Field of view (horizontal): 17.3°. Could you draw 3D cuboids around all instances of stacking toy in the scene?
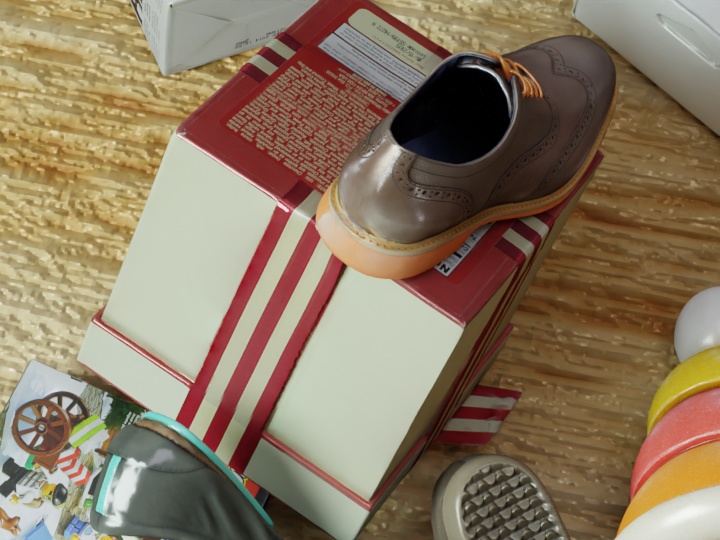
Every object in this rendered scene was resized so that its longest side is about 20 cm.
[{"bbox_3d":[0.189,0.086,1.161,0.146,0.146,0.200,6,47,-3],"label":"stacking toy"}]

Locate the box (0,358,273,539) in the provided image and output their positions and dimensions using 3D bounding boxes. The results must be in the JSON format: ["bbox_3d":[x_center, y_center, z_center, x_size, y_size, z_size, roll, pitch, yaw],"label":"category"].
[{"bbox_3d":[-0.141,0.157,1.124,0.137,0.038,0.200,23,64,5],"label":"box"}]

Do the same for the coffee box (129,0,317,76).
[{"bbox_3d":[-0.091,-0.221,1.287,0.113,0.080,0.200,-20,68,-15],"label":"coffee box"}]

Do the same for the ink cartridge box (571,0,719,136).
[{"bbox_3d":[0.236,-0.176,1.298,0.145,0.084,0.200,41,67,13],"label":"ink cartridge box"}]

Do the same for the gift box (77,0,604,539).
[{"bbox_3d":[0.000,0.000,1.136,0.185,0.187,0.200,37,43,11],"label":"gift box"}]

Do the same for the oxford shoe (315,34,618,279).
[{"bbox_3d":[0.063,-0.065,1.039,0.071,0.073,0.200,38,43,13],"label":"oxford shoe"}]

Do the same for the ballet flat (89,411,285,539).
[{"bbox_3d":[-0.052,0.141,1.088,0.200,0.068,0.068,40,71,-30],"label":"ballet flat"}]

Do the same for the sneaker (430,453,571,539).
[{"bbox_3d":[0.088,0.181,1.126,0.070,0.076,0.200,-17,89,-12],"label":"sneaker"}]
